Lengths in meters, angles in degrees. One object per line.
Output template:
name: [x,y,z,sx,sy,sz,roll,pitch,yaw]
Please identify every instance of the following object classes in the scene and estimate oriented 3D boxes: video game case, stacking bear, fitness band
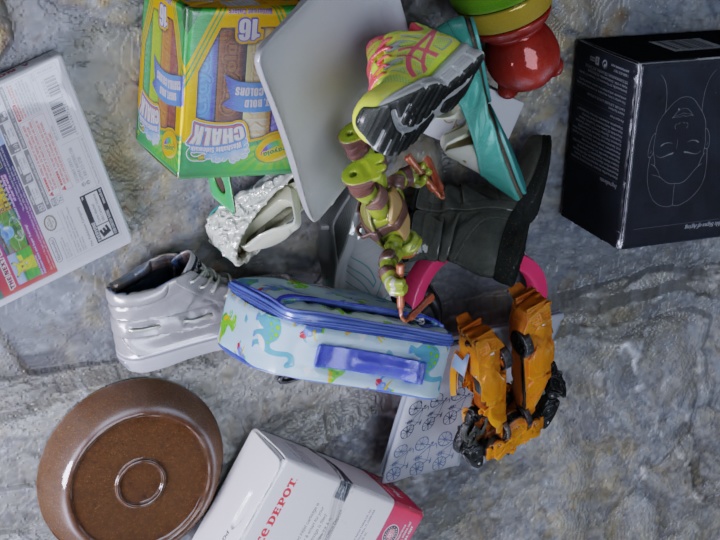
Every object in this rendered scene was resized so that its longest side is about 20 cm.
video game case: [-0.322,-0.074,1.614,0.181,0.023,0.202,-27,121,-16]
stacking bear: [0.137,-0.268,1.717,0.121,0.114,0.202,-30,117,-14]
fitness band: [0.117,0.038,1.861,0.199,0.037,0.145,12,105,-44]

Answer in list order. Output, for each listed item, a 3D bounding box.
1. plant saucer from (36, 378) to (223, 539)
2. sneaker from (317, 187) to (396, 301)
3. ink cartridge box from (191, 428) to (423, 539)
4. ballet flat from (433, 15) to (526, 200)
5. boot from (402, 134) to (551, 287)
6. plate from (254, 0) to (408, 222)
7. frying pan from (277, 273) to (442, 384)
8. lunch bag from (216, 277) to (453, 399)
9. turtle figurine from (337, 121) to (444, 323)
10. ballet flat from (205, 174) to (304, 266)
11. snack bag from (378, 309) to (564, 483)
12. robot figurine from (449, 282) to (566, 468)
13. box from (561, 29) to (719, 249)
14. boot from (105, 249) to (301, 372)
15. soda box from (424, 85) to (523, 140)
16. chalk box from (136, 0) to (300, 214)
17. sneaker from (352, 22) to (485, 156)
plant saucer: [-0.224,0.207,1.770,0.198,0.034,0.203,-11,114,-25]
sneaker: [0.000,0.000,1.781,0.079,0.070,0.203,-2,112,-22]
ink cartridge box: [-0.056,0.270,1.849,0.199,0.084,0.146,26,96,-35]
ballet flat: [0.103,-0.150,1.715,0.070,0.068,0.202,-18,119,6]
boot: [0.118,-0.079,1.802,0.129,0.201,0.068,16,142,8]
plate: [-0.023,-0.181,1.594,0.201,0.032,0.201,-53,142,-30]
frying pan: [0.008,0.062,1.839,0.188,0.031,0.116,-3,110,-30]
lunch bag: [-0.022,0.063,1.659,0.198,0.160,0.083,10,98,-27]
turtle figurine: [0.024,-0.066,1.636,0.064,0.202,0.162,-4,140,21]
ballet flat: [-0.060,-0.073,1.696,0.199,0.072,0.072,-38,124,12]
snack bag: [0.120,0.135,1.885,0.198,0.021,0.190,-11,131,-34]
robot figurine: [0.149,0.114,1.828,0.144,0.058,0.201,-26,138,-22]
box: [0.332,-0.142,1.869,0.198,0.124,0.199,-7,111,-26]
boot: [-0.148,0.023,1.711,0.198,0.074,0.096,-21,125,-18]
soda box: [0.060,-0.174,1.750,0.198,0.064,0.069,18,100,-31]
chalk box: [-0.131,-0.155,1.621,0.122,0.124,0.202,-3,110,-27]
sneaker: [0.032,-0.168,1.577,0.079,0.090,0.200,-59,169,32]
